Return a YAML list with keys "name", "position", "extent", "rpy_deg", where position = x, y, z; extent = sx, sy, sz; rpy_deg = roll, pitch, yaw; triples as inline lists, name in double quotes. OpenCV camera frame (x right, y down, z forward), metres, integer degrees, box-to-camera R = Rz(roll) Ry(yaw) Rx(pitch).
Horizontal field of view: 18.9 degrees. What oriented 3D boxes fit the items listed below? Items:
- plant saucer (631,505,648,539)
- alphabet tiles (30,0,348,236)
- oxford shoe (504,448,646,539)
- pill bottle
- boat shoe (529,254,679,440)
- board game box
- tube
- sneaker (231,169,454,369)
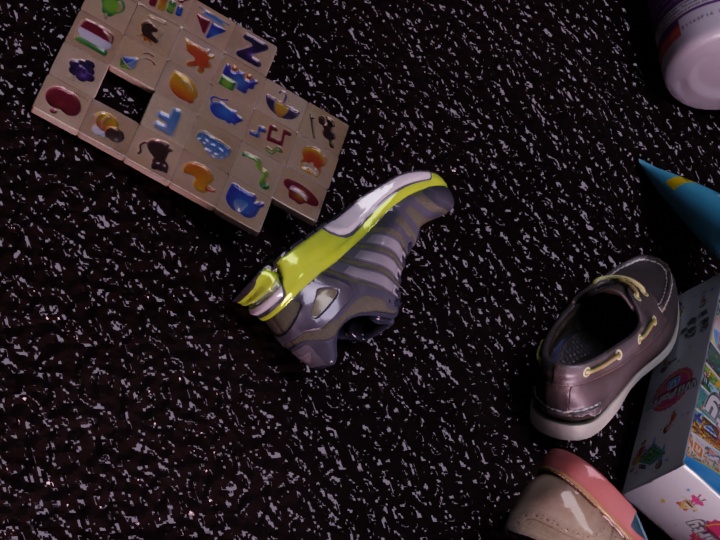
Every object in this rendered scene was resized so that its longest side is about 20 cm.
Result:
- name: "plant saucer"
  position: [0.191, 0.252, 1.433]
  extent: [0.070, 0.019, 0.201]
  rpy_deg: [-1, 63, -42]
- name: "alphabet tiles"
  position: [-0.104, -0.111, 1.427]
  extent: [0.199, 0.008, 0.168]
  rpy_deg: [29, 45, -12]
- name: "oxford shoe"
  position: [0.169, 0.209, 1.399]
  extent: [0.200, 0.070, 0.075]
  rpy_deg: [46, 70, -8]
- name: "pill bottle"
  position: [0.293, -0.245, 1.814]
  extent: [0.111, 0.111, 0.201]
  rpy_deg: [16, 51, -32]
- name: "boat shoe"
  position: [0.178, 0.040, 1.525]
  extent: [0.071, 0.061, 0.201]
  rpy_deg: [14, 37, 21]
- name: "board game box"
  position: [0.273, 0.123, 1.552]
  extent: [0.147, 0.064, 0.201]
  rpy_deg: [42, 42, -19]
- name: "tube"
  position: [0.276, -0.035, 1.645]
  extent: [0.077, 0.051, 0.200]
  rpy_deg: [33, 9, -24]
- name: "sneaker"
  position: [0.000, 0.000, 1.419]
  extent: [0.200, 0.074, 0.081]
  rpy_deg: [-36, 93, -41]
